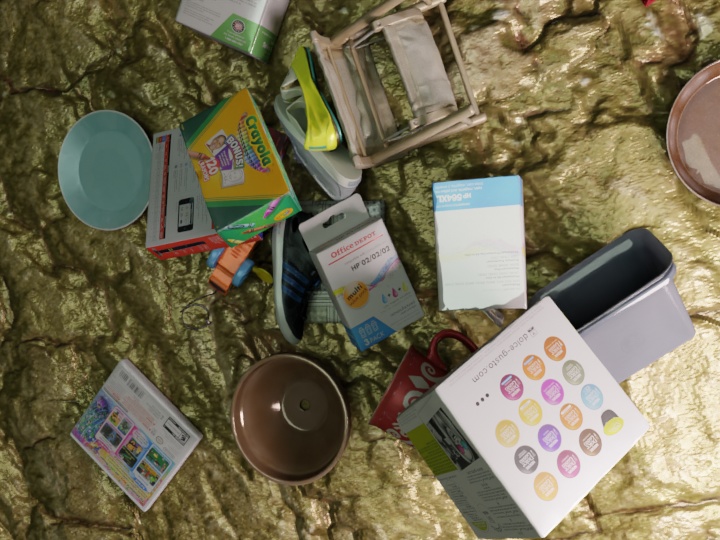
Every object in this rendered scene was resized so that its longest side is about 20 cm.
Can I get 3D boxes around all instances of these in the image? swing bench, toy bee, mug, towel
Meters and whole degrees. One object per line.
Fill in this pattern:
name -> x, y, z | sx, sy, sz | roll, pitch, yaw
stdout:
swing bench -> 0.055, -0.279, 1.003 | 0.196, 0.129, 0.204 | -19, 90, 20
toy bee -> -0.213, -0.009, 1.102 | 0.198, 0.109, 0.132 | -35, 89, -4
mug -> 0.135, 0.203, 1.014 | 0.197, 0.133, 0.180 | 31, 111, 7
towel -> -0.052, -0.013, 1.103 | 0.194, 0.035, 0.199 | -1, 97, 13

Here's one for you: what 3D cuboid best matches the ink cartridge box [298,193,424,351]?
ink cartridge box -> 0.000, 0.000, 1.027 | 0.113, 0.068, 0.204 | -28, 101, -10

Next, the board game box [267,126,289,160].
board game box -> -0.196, -0.145, 1.133 | 0.101, 0.019, 0.204 | 24, 100, 10

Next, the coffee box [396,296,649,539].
coffee box -> 0.193, 0.194, 0.871 | 0.198, 0.201, 0.199 | -33, 79, -22

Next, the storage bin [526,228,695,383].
storage bin -> 0.350, 0.062, 0.956 | 0.198, 0.147, 0.135 | -35, 113, 14

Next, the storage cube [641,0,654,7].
storage cube -> 0.398, -0.485, 0.870 | 0.198, 0.171, 0.182 | -34, 85, 15

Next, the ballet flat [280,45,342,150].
ballet flat -> -0.084, -0.258, 1.032 | 0.065, 0.067, 0.204 | -17, 61, -4

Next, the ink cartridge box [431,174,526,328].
ink cartridge box -> 0.174, -0.026, 0.987 | 0.122, 0.128, 0.207 | -2, 93, 15

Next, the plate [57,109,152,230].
plate -> -0.434, -0.172, 1.191 | 0.194, 0.026, 0.207 | 1, 94, 14

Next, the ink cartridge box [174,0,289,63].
ink cartridge box -> -0.181, -0.452, 1.071 | 0.143, 0.084, 0.204 | 25, 100, 11

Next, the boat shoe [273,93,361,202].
boat shoe -> -0.077, -0.187, 1.068 | 0.202, 0.069, 0.072 | 51, 136, 18

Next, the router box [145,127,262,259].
router box -> -0.239, -0.132, 1.067 | 0.174, 0.049, 0.206 | -9, 67, 14

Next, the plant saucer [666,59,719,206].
plant saucer -> 0.516, -0.186, 0.934 | 0.194, 0.034, 0.207 | 1, 94, 14

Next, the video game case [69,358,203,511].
video game case -> -0.399, 0.291, 1.219 | 0.199, 0.024, 0.183 | 41, 103, 8

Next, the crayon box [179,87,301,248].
crayon box -> -0.175, -0.149, 0.993 | 0.117, 0.058, 0.203 | -26, 64, 3

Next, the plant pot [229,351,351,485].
plant pot -> -0.101, 0.226, 1.099 | 0.195, 0.093, 0.207 | 1, 95, 15

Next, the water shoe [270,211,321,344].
water shoe -> -0.092, 0.013, 1.062 | 0.076, 0.071, 0.206 | -4, 97, 9
